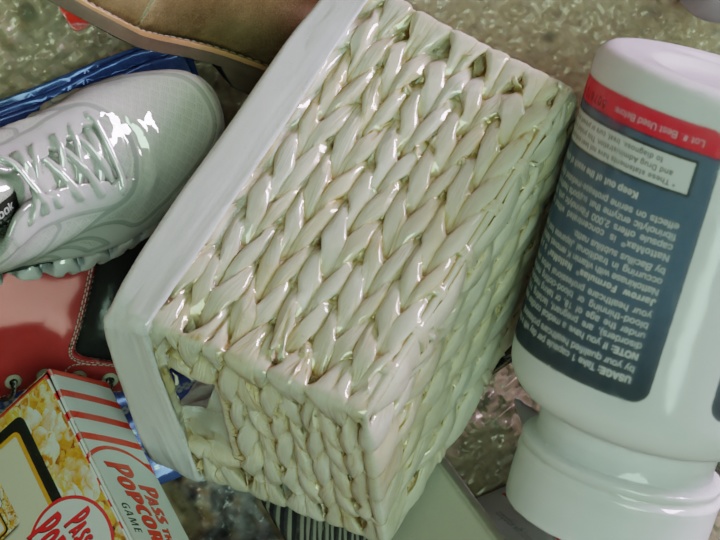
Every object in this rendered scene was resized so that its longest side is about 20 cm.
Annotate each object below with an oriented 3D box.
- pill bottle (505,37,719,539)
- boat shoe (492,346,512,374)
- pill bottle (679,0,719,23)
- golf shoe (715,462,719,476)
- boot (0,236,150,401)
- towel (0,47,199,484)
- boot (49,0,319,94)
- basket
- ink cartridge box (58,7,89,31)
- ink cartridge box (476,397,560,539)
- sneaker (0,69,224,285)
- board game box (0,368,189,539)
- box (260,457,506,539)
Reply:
[{"bbox_3d":[0.129,0.014,1.020,0.119,0.120,0.201,11,105,-17],"label":"pill bottle"},{"bbox_3d":[0.089,-0.007,1.156,0.202,0.075,0.075,-31,142,-14],"label":"boat shoe"},{"bbox_3d":[0.250,-0.167,1.137,0.199,0.109,0.110,0,101,-15],"label":"pill bottle"},{"bbox_3d":[0.179,0.023,1.158,0.097,0.078,0.200,-60,140,-33],"label":"golf shoe"},{"bbox_3d":[-0.171,0.058,1.076,0.144,0.072,0.201,24,97,-14],"label":"boot"},{"bbox_3d":[-0.115,0.007,1.118,0.144,0.024,0.201,-21,106,-9],"label":"towel"},{"bbox_3d":[-0.080,-0.132,1.050,0.199,0.074,0.076,16,111,-40],"label":"boot"},{"bbox_3d":[0.000,0.000,1.036,0.123,0.136,0.200,25,63,19],"label":"basket"},{"bbox_3d":[-0.080,-0.223,1.069,0.200,0.050,0.163,-34,107,-10],"label":"ink cartridge box"},{"bbox_3d":[0.093,0.173,1.157,0.068,0.116,0.201,-22,105,-11],"label":"ink cartridge box"},{"bbox_3d":[-0.138,-0.031,1.006,0.199,0.081,0.075,-28,90,-24],"label":"sneaker"},{"bbox_3d":[-0.158,0.164,1.042,0.200,0.152,0.046,-40,151,19],"label":"board game box"},{"bbox_3d":[0.019,0.125,1.073,0.082,0.200,0.068,-39,132,-1],"label":"box"}]
